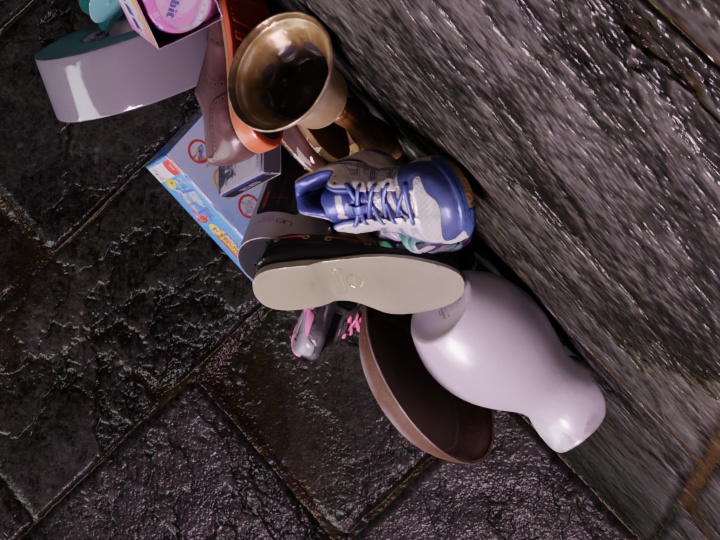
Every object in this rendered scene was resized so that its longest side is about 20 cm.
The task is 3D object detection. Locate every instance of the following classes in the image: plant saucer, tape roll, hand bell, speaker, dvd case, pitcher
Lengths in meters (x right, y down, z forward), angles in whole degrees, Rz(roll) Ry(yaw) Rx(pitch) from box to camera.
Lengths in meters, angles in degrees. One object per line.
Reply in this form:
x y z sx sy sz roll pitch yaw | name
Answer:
0.058 0.107 1.497 0.200 0.037 0.201 41 -152 -28 | plant saucer
-0.218 -0.215 1.508 0.200 0.199 0.067 -137 28 -69 | tape roll
-0.016 -0.136 1.317 0.104 0.104 0.200 46 -169 34 | hand bell
-0.062 -0.077 1.555 0.081 0.201 0.082 11 141 9 | speaker
-0.116 -0.161 1.561 0.200 0.025 0.152 169 101 -72 | dvd case
0.139 0.070 1.508 0.200 0.121 0.172 35 -160 -32 | pitcher

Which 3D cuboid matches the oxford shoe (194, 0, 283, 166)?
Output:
-0.120 -0.186 1.339 0.071 0.072 0.201 28 -132 -47 | oxford shoe

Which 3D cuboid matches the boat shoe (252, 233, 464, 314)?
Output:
0.000 -0.002 1.434 0.063 0.200 0.074 -78 -15 -48 | boat shoe

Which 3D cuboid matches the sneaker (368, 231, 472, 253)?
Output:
0.075 -0.048 1.373 0.087 0.075 0.200 14 -178 -17 | sneaker

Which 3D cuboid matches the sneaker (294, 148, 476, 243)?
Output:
0.017 -0.053 1.254 0.200 0.088 0.076 12 116 60 | sneaker

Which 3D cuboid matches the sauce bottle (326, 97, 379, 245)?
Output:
-0.011 -0.074 1.486 0.066 0.066 0.201 45 154 43 | sauce bottle

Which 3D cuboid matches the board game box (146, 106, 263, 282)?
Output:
-0.108 -0.116 1.719 0.196 0.200 0.056 48 149 -15 | board game box

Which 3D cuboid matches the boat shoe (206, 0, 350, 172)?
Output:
-0.078 -0.163 1.398 0.070 0.070 0.201 10 -135 -53 | boat shoe

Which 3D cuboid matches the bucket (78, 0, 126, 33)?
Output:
-0.265 -0.347 1.451 0.207 0.135 0.207 48 178 2 | bucket

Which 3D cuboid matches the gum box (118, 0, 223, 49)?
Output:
-0.196 -0.298 1.283 0.201 0.066 0.113 66 170 -24 | gum box

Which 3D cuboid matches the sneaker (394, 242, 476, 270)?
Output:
0.078 -0.012 1.567 0.080 0.078 0.200 52 -171 0 | sneaker

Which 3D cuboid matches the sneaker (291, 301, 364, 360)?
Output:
-0.005 0.034 1.578 0.095 0.079 0.200 29 -142 4 | sneaker

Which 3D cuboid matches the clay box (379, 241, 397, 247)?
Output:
0.107 0.036 1.701 0.114 0.048 0.200 12 -160 -36 | clay box
